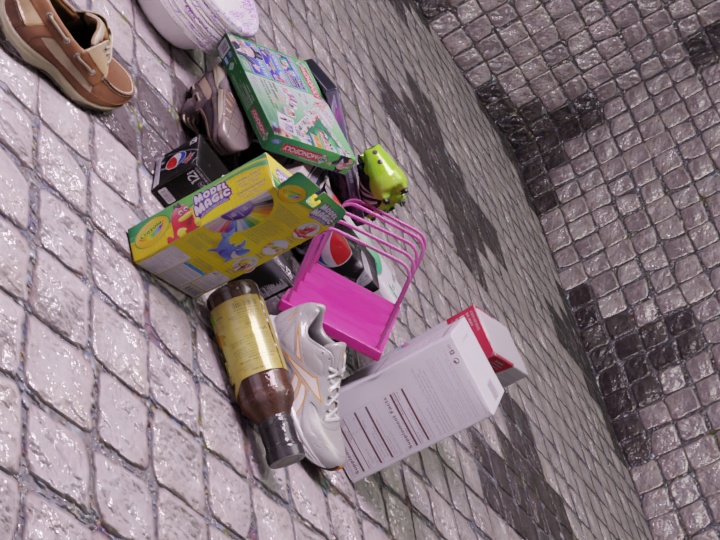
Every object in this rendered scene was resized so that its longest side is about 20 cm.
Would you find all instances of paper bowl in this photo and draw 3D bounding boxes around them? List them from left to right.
[{"bbox_3d":[-0.229,-0.376,1.622,0.201,0.104,0.201,55,19,-28],"label":"paper bowl"}]

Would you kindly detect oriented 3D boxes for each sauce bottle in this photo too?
[{"bbox_3d":[-0.109,0.110,1.304,0.065,0.064,0.202,30,37,-62],"label":"sauce bottle"}]

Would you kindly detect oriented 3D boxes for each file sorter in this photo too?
[{"bbox_3d":[0.000,0.000,1.547,0.138,0.126,0.200,27,17,1],"label":"file sorter"}]

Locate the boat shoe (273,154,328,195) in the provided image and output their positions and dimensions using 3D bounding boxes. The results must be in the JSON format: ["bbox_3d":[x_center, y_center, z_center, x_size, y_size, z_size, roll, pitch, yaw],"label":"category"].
[{"bbox_3d":[-0.074,-0.108,1.581,0.200,0.074,0.094,-57,138,-60],"label":"boat shoe"}]

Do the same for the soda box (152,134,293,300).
[{"bbox_3d":[-0.156,-0.055,1.419,0.200,0.063,0.071,54,18,-32],"label":"soda box"}]

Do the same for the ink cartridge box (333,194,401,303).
[{"bbox_3d":[0.010,-0.036,1.945,0.162,0.050,0.201,57,19,-23],"label":"ink cartridge box"}]

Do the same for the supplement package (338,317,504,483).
[{"bbox_3d":[0.060,0.158,1.511,0.110,0.199,0.114,61,17,-2],"label":"supplement package"}]

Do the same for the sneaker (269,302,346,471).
[{"bbox_3d":[-0.049,0.129,1.412,0.202,0.091,0.076,67,17,14],"label":"sneaker"}]

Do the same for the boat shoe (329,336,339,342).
[{"bbox_3d":[-0.047,0.071,1.613,0.200,0.072,0.063,-77,-179,-74],"label":"boat shoe"}]

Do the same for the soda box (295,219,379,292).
[{"bbox_3d":[-0.051,-0.044,1.705,0.200,0.063,0.071,51,19,-34],"label":"soda box"}]

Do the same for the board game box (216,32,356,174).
[{"bbox_3d":[-0.095,-0.212,1.556,0.134,0.029,0.201,15,37,-40],"label":"board game box"}]

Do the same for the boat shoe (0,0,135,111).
[{"bbox_3d":[-0.288,-0.227,1.256,0.200,0.073,0.076,31,36,-62],"label":"boat shoe"}]

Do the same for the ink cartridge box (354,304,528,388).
[{"bbox_3d":[0.112,0.142,1.702,0.147,0.199,0.086,32,33,-61],"label":"ink cartridge box"}]

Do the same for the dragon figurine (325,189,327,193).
[{"bbox_3d":[-0.077,-0.122,1.760,0.100,0.058,0.201,-96,173,-53],"label":"dragon figurine"}]

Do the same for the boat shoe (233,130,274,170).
[{"bbox_3d":[-0.134,-0.155,1.630,0.066,0.073,0.201,55,16,-39],"label":"boat shoe"}]

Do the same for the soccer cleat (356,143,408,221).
[{"bbox_3d":[0.025,-0.121,1.672,0.082,0.067,0.200,63,-9,5],"label":"soccer cleat"}]

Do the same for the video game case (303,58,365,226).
[{"bbox_3d":[-0.036,-0.178,1.695,0.143,0.019,0.202,-123,-161,-61],"label":"video game case"}]

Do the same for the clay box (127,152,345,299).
[{"bbox_3d":[-0.124,-0.049,1.260,0.115,0.199,0.048,38,29,-57],"label":"clay box"}]

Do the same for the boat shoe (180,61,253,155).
[{"bbox_3d":[-0.182,-0.191,1.539,0.075,0.073,0.201,57,11,-28],"label":"boat shoe"}]

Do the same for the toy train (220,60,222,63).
[{"bbox_3d":[-0.154,-0.252,1.712,0.056,0.042,0.200,32,-6,11],"label":"toy train"}]
